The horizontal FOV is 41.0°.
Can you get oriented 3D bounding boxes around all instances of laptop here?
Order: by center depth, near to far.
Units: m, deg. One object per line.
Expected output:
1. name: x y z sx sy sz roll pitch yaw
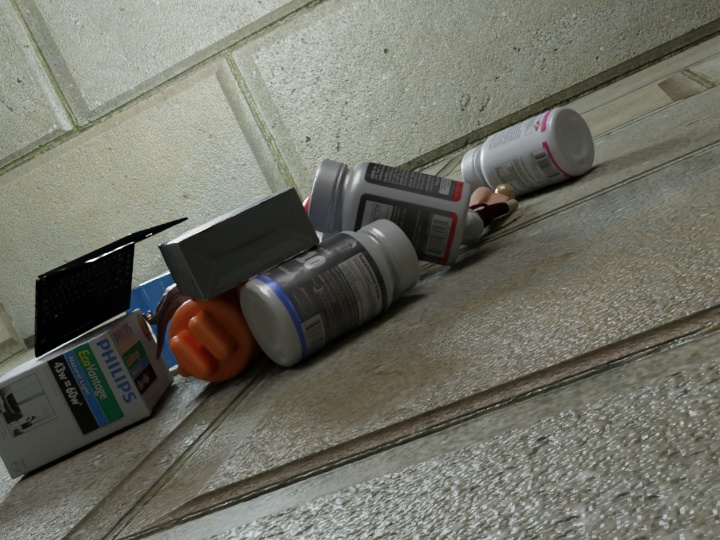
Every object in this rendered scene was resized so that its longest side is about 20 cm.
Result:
1. laptop: -0.331 0.021 1.283 0.103 0.200 0.177 27 33 23

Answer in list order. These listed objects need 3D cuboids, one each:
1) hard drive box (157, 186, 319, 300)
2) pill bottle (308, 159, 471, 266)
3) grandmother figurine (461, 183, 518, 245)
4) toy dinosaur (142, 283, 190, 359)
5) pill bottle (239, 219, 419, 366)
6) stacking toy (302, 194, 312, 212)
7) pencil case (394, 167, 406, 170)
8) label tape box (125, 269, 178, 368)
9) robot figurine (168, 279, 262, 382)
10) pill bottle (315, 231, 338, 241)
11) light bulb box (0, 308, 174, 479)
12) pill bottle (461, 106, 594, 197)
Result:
1. hard drive box: -0.157 -0.032 1.201 0.156 0.077 0.200 -27 8 -17
2. pill bottle: 0.038 -0.080 1.271 0.200 0.114 0.114 13 12 3
3. grandmother figurine: 0.170 -0.081 1.421 0.121 0.061 0.200 -32 2 24
4. toy dinosaur: -0.232 0.030 1.357 0.200 0.086 0.136 -45 -1 -36
5. pill bottle: -0.033 0.022 1.157 0.200 0.114 0.114 -29 8 -26
6. stacking toy: -0.051 -0.099 1.537 0.085 0.085 0.200 -24 -1 14
7. pencil case: 0.034 -0.079 1.512 0.089 0.078 0.200 -35 -13 -33
8. label tape box: -0.269 0.061 1.557 0.063 0.144 0.200 -16 13 43
9. robot figurine: -0.175 0.073 1.264 0.117 0.144 0.200 8 15 10
10. pill bottle: -0.112 0.010 1.503 0.200 0.113 0.113 -21 9 28
11. light bulb box: -0.380 0.160 1.307 0.200 0.125 0.198 -25 6 1
12. pill bottle: 0.269 -0.183 1.573 0.200 0.113 0.113 -18 11 46
